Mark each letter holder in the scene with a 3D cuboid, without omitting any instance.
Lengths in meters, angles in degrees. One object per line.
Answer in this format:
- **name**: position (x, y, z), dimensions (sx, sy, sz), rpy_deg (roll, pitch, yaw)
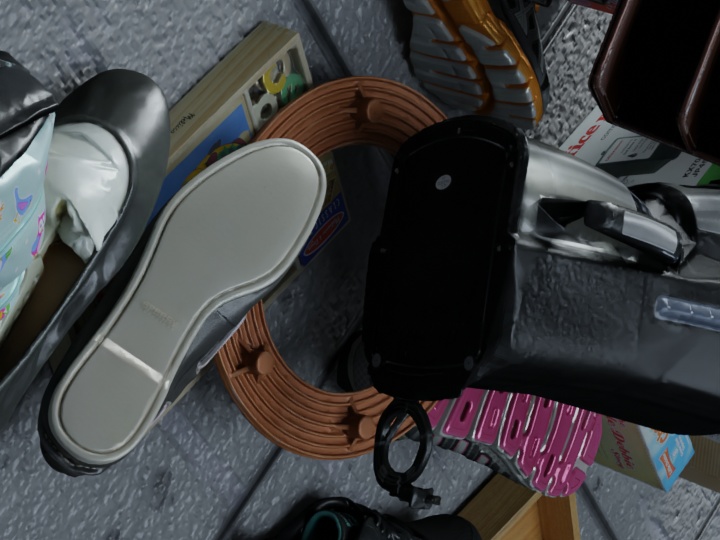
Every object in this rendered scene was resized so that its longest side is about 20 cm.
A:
- **letter holder**: position (0.203, -0.163, 1.450), dimensions (0.142, 0.100, 0.200), rpy_deg (32, 81, -78)

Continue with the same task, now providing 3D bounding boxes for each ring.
- **ring**: position (0.000, 0.000, 1.443), dimensions (0.200, 0.019, 0.201), rpy_deg (-8, 101, -43)

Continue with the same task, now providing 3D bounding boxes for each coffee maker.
- **coffee maker**: position (0.107, 0.030, 1.450), dimensions (0.200, 0.135, 0.192), rpy_deg (14, 104, -36)

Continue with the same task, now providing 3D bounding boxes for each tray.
- **tray**: position (0.063, 0.204, 1.719), dimensions (0.200, 0.037, 0.099), rpy_deg (-41, 138, -34)

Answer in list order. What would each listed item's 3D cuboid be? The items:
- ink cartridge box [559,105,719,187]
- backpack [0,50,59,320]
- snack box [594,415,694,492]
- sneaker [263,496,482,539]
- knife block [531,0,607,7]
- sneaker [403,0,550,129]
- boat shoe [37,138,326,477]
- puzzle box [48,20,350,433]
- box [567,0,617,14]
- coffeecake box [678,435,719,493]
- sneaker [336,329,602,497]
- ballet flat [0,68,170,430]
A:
- **ink cartridge box**: position (0.211, -0.059, 1.631), dimensions (0.147, 0.200, 0.083), rpy_deg (-48, 117, -30)
- **backpack**: position (-0.216, -0.022, 1.114), dimensions (0.200, 0.167, 0.127), rpy_deg (-37, 154, -44)
- **snack box**: position (0.120, 0.046, 1.640), dimensions (0.037, 0.116, 0.200), rpy_deg (-53, 144, -22)
- **sneaker**: position (0.006, 0.167, 1.583), dimensions (0.200, 0.075, 0.079), rpy_deg (-20, 120, -50)
- **knife block**: position (0.109, -0.242, 1.442), dimensions (0.176, 0.064, 0.200), rpy_deg (-69, 153, -55)
- **sneaker**: position (0.064, -0.152, 1.494), dimensions (0.077, 0.078, 0.200), rpy_deg (-58, 145, -27)
- **boat shoe**: position (-0.091, 0.016, 1.342), dimensions (0.200, 0.067, 0.057), rpy_deg (-53, -173, -25)
- **puzzle box**: position (-0.085, -0.014, 1.400), dimensions (0.200, 0.025, 0.133), rpy_deg (-47, 141, -30)
- **box**: position (0.175, -0.248, 1.579), dimensions (0.103, 0.095, 0.200), rpy_deg (35, 78, -55)
- **coffeecake box**: position (0.243, 0.059, 1.788), dimensions (0.200, 0.153, 0.073), rpy_deg (-28, 129, -46)
- **sneaker**: position (0.060, 0.074, 1.591), dimensions (0.200, 0.087, 0.074), rpy_deg (25, 82, -47)
- **ballet flat**: position (-0.145, -0.008, 1.269), dimensions (0.200, 0.068, 0.068), rpy_deg (-63, 173, -10)
